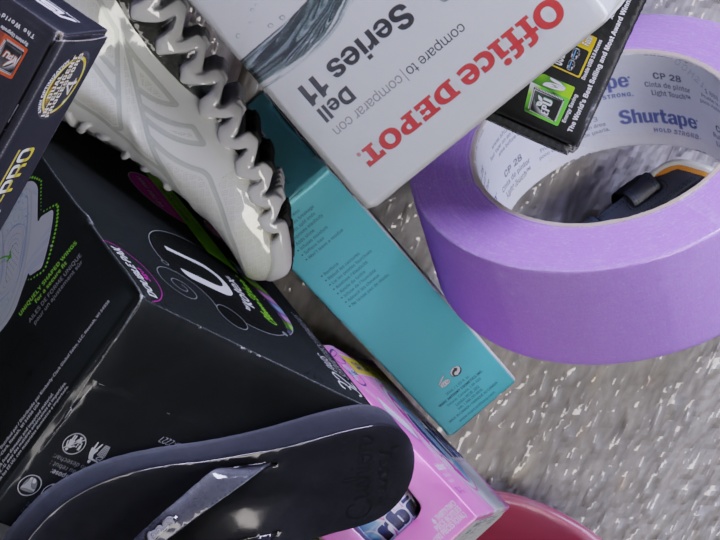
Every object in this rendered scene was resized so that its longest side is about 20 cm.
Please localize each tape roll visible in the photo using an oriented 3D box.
[{"bbox_3d":[0.128,-0.044,1.169,0.200,0.200,0.066,-28,131,-10],"label":"tape roll"}]

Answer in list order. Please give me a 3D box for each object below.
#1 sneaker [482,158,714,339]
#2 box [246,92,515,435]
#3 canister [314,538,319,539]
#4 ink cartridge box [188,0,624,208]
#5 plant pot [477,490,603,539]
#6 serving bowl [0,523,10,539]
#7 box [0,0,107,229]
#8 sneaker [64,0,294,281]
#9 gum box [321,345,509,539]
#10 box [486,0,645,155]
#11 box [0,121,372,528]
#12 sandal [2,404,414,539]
[{"bbox_3d":[0.157,-0.015,1.294,0.200,0.078,0.079,-14,84,-6],"label":"sneaker"},{"bbox_3d":[0.000,0.000,1.205,0.049,0.082,0.200,-41,131,2],"label":"box"},{"bbox_3d":[-0.066,0.165,1.200,0.087,0.200,0.149,-19,128,-19],"label":"canister"},{"bbox_3d":[0.000,-0.149,1.017,0.147,0.083,0.200,-39,96,20],"label":"ink cartridge box"},{"bbox_3d":[0.066,0.259,1.361,0.200,0.200,0.179,8,132,-34],"label":"plant pot"},{"bbox_3d":[-0.180,0.122,1.132,0.200,0.200,0.066,45,63,-41],"label":"serving bowl"},{"bbox_3d":[-0.225,-0.084,0.956,0.161,0.200,0.049,-58,169,18],"label":"box"},{"bbox_3d":[-0.096,-0.078,1.073,0.081,0.075,0.200,-29,97,2],"label":"sneaker"},{"bbox_3d":[0.008,0.104,1.192,0.066,0.114,0.200,-43,171,3],"label":"gum box"},{"bbox_3d":[0.052,-0.181,1.064,0.193,0.048,0.200,25,112,3],"label":"box"},{"bbox_3d":[-0.118,0.033,1.080,0.149,0.200,0.124,28,105,-40],"label":"box"},{"bbox_3d":[-0.066,0.109,0.999,0.200,0.043,0.076,-20,129,-17],"label":"sandal"}]
